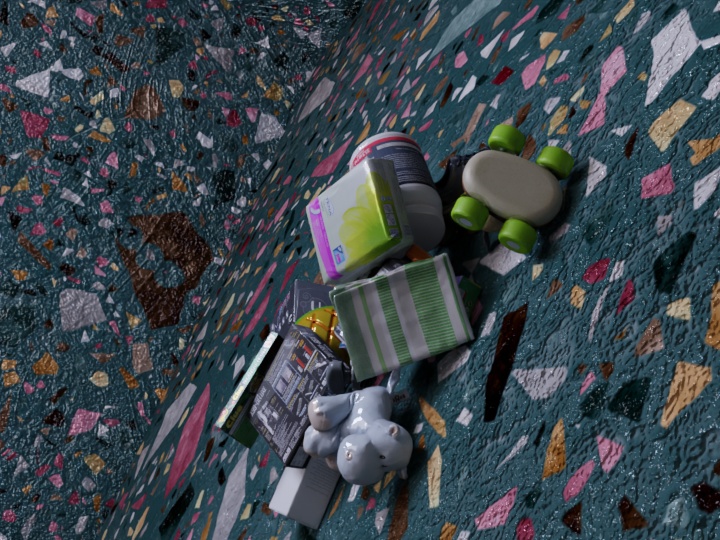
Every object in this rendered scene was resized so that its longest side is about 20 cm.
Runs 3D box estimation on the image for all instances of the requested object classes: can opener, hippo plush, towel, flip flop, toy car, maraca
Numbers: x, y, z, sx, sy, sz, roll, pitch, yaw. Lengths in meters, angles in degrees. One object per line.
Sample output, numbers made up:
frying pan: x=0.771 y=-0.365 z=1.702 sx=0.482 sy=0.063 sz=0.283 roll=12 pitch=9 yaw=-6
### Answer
can opener: x=-0.018 y=0.221 z=1.440 sx=0.053 sy=0.066 sz=0.202 roll=-80 pitch=-13 yaw=-54
hippo plush: x=0.021 y=0.274 z=1.339 sx=0.198 sy=0.161 sz=0.161 roll=-21 pitch=34 yaw=-15
towel: x=0.065 y=0.071 z=1.340 sx=0.198 sy=0.154 sz=0.023 roll=-19 pitch=-2 yaw=2
flip flop: x=0.164 y=-0.075 z=1.552 sx=0.199 sy=0.081 sz=0.058 roll=-26 pitch=52 yaw=52
toy car: x=0.233 y=-0.102 z=1.359 sx=0.165 sy=0.157 sz=0.200 roll=-61 pitch=-11 yaw=-14
maraca: x=-0.040 y=0.126 z=1.614 sx=0.107 sy=0.198 sz=0.138 roll=106 pitch=144 yaw=-67

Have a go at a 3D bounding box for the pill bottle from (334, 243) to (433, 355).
pill bottle: x=0.055 y=0.054 z=1.406 sx=0.201 sy=0.106 sz=0.106 roll=-52 pitch=18 yaw=1

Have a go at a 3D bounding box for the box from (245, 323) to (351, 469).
box: x=-0.110 y=0.220 z=1.505 sx=0.158 sy=0.049 sz=0.201 roll=38 pitch=105 yaw=46

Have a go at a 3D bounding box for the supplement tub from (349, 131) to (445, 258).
supplement tub: x=0.066 y=-0.135 z=1.523 sx=0.140 sy=0.139 sz=0.201 roll=-47 pitch=43 yaw=34

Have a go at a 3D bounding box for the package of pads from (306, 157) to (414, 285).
package of pads: x=-0.004 y=-0.082 z=1.432 sx=0.199 sy=0.068 sz=0.156 roll=-32 pitch=66 yaw=46

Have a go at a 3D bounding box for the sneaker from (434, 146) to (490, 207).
sneaker: x=0.205 y=-0.188 z=1.561 sx=0.200 sy=0.081 sz=0.074 roll=-45 pitch=21 yaw=11

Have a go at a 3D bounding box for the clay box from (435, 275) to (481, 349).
clay box: x=0.120 y=0.076 z=1.459 sx=0.200 sy=0.047 sz=0.116 roll=-13 pitch=49 yaw=65

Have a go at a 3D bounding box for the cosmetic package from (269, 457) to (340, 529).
cosmetic package: x=-0.083 y=0.354 z=1.543 sx=0.101 sy=0.074 sz=0.202 roll=-12 pitch=52 yaw=66

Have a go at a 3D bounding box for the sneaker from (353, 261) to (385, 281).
sneaker: x=0.000 y=0.000 z=1.532 sx=0.088 sy=0.077 sz=0.202 roll=-22 pitch=47 yaw=36

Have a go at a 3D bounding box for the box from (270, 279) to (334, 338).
box: x=-0.113 y=0.123 z=1.816 sx=0.200 sy=0.121 sz=0.107 roll=123 pitch=152 yaw=-51

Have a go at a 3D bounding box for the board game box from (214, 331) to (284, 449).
board game box: x=-0.186 y=0.224 z=1.594 sx=0.023 sy=0.105 sz=0.201 roll=19 pitch=69 yaw=36

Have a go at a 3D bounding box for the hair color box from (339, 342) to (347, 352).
hair color box: x=0.048 y=0.073 z=1.572 sx=0.060 sy=0.100 sz=0.201 roll=-15 pitch=48 yaw=63
